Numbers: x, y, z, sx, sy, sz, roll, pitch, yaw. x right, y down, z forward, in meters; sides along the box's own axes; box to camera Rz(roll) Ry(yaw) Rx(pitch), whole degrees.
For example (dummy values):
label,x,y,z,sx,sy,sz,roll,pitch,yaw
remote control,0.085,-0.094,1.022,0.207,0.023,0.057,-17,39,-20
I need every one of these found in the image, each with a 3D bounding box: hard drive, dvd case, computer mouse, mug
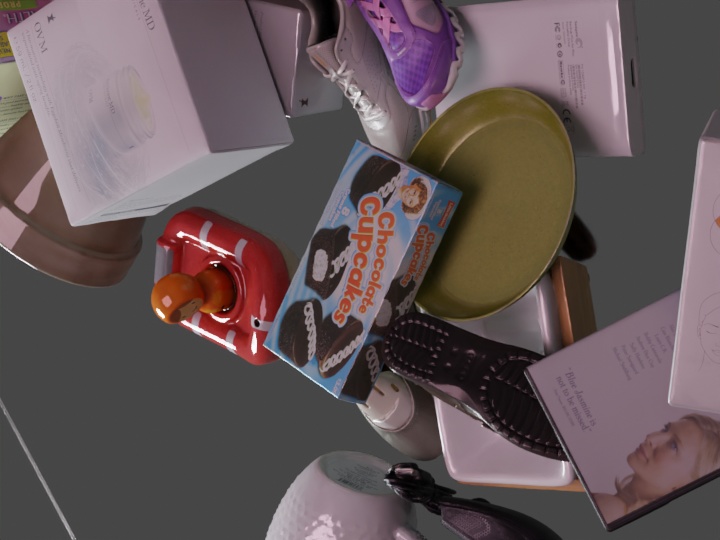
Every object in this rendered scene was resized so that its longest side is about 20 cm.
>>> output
label,x,y,z,sx,sy,sz,roll,pitch,yaw
hard drive,0.144,-0.160,1.413,0.200,0.026,0.132,3,103,44
dvd case,0.246,0.094,1.303,0.200,0.018,0.143,-27,79,3
computer mouse,0.122,0.228,1.494,0.200,0.138,0.053,33,86,27
mug,0.001,0.278,1.589,0.200,0.148,0.176,26,112,31

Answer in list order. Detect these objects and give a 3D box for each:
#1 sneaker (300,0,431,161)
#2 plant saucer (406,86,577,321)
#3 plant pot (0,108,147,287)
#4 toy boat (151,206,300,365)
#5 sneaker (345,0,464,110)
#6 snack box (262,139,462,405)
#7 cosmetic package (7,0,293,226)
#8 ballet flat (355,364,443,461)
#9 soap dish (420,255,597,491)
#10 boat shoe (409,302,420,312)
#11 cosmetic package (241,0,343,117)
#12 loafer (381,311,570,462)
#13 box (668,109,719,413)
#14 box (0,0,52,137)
label,x,y,z,sx,sy,sz,roll,pitch,yaw
sneaker,-0.006,-0.179,1.503,0.076,0.092,0.200,-15,97,44
plant saucer,0.106,-0.052,1.398,0.200,0.031,0.200,-17,64,41
plant pot,-0.285,-0.112,1.749,0.200,0.200,0.174,46,112,26
toy boat,-0.149,0.021,1.672,0.200,0.131,0.131,24,117,38
sneaker,0.025,-0.229,1.435,0.080,0.088,0.200,-32,62,43
snack box,0.000,0.000,1.439,0.116,0.037,0.200,31,99,46
cosmetic package,-0.196,-0.171,1.560,0.200,0.123,0.200,-24,83,37
ballet flat,0.003,0.087,1.506,0.067,0.064,0.200,-38,75,25
soap dish,0.136,0.086,1.449,0.157,0.081,0.200,-4,98,45
boat shoe,0.014,0.033,1.566,0.072,0.060,0.202,-32,79,44
cosmetic package,-0.107,-0.218,1.609,0.200,0.071,0.102,21,114,39
loafer,0.114,0.094,1.379,0.200,0.071,0.073,30,87,25
box,0.310,-0.001,1.202,0.152,0.106,0.200,9,108,14
box,-0.380,-0.209,1.802,0.200,0.176,0.097,-43,71,42
